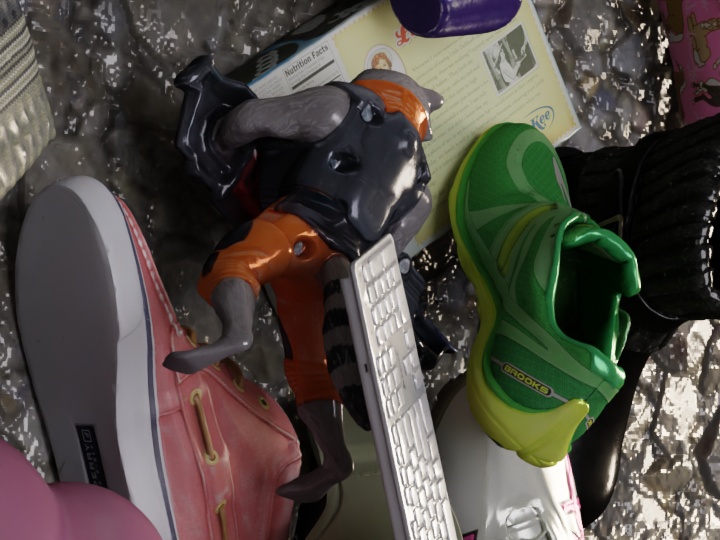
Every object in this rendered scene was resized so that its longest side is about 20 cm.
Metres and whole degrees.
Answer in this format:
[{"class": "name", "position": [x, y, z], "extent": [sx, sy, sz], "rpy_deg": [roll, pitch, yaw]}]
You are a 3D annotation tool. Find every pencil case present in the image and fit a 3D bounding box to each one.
[{"class": "pencil case", "position": [0.191, -0.140, 1.377], "extent": [0.086, 0.082, 0.201], "rpy_deg": [-25, 106, -45]}]

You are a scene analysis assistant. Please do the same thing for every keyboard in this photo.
[{"class": "keyboard", "position": [0.024, 0.088, 1.064], "extent": [0.056, 0.011, 0.201], "rpy_deg": [-33, 114, -64]}]

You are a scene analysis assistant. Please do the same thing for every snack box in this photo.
[{"class": "snack box", "position": [0.016, -0.074, 1.249], "extent": [0.200, 0.037, 0.117], "rpy_deg": [-37, 112, -36]}]

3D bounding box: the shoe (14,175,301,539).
[{"class": "shoe", "position": [-0.085, 0.050, 1.137], "extent": [0.091, 0.071, 0.202], "rpy_deg": [-21, 107, -42]}]

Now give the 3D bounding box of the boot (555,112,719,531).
[{"class": "boot", "position": [0.134, 0.030, 1.270], "extent": [0.079, 0.157, 0.213], "rpy_deg": [6, 84, -41]}]

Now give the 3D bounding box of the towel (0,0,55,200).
[{"class": "towel", "position": [-0.173, -0.100, 0.909], "extent": [0.200, 0.034, 0.194], "rpy_deg": [-59, 137, -64]}]

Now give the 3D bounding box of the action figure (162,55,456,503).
[{"class": "action figure", "position": [0.000, 0.000, 1.135], "extent": [0.200, 0.104, 0.194], "rpy_deg": [41, 52, -36]}]

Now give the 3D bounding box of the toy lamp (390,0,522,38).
[{"class": "toy lamp", "position": [0.089, -0.157, 1.259], "extent": [0.199, 0.058, 0.059], "rpy_deg": [-27, 106, -42]}]

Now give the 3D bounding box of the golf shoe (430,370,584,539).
[{"class": "golf shoe", "position": [0.081, 0.139, 1.232], "extent": [0.072, 0.092, 0.201], "rpy_deg": [-19, 116, -19]}]

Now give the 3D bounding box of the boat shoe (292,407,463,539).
[{"class": "boat shoe", "position": [0.004, 0.128, 1.164], "extent": [0.074, 0.200, 0.066], "rpy_deg": [-5, 127, -7]}]

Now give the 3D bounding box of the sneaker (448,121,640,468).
[{"class": "sneaker", "position": [0.091, 0.003, 1.197], "extent": [0.074, 0.083, 0.201], "rpy_deg": [35, 32, -31]}]

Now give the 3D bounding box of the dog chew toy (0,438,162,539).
[{"class": "dog chew toy", "position": [-0.130, 0.134, 1.041], "extent": [0.199, 0.124, 0.125], "rpy_deg": [20, 75, -29]}]
